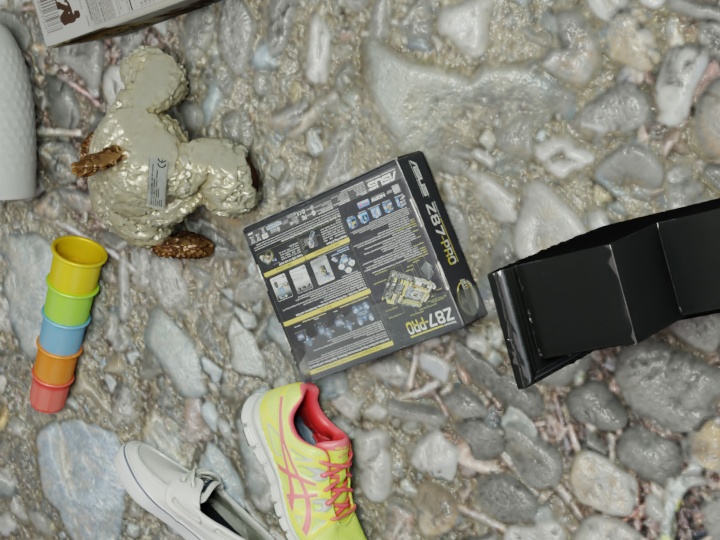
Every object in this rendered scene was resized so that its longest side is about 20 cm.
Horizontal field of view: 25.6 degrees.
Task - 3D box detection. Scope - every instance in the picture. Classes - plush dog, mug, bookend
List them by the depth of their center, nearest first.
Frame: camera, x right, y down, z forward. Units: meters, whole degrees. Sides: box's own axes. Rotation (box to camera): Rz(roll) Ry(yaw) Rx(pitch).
[{"bbox_3d":[0.235,0.007,1.193,0.199,0.198,0.093,-14,93,36],"label":"bookend"},{"bbox_3d":[-0.211,-0.087,1.527,0.200,0.160,0.172,51,151,14],"label":"plush dog"},{"bbox_3d":[-0.432,-0.164,1.622,0.198,0.148,0.177,1,96,-2],"label":"mug"}]

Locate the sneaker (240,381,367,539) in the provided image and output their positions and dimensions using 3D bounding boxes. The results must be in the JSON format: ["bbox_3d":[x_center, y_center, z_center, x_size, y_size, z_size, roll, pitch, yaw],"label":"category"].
[{"bbox_3d":[-0.039,0.196,1.515,0.090,0.078,0.201,-32,84,34],"label":"sneaker"}]

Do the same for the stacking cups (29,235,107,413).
[{"bbox_3d":[-0.320,0.062,1.681,0.060,0.060,0.201,32,119,23],"label":"stacking cups"}]

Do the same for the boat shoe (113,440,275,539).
[{"bbox_3d":[-0.165,0.235,1.625,0.200,0.074,0.066,39,118,8],"label":"boat shoe"}]

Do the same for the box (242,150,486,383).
[{"bbox_3d":[0.000,0.000,1.449,0.199,0.049,0.162,-23,88,37],"label":"box"}]

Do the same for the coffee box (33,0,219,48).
[{"bbox_3d":[-0.196,-0.273,1.467,0.199,0.113,0.080,-12,97,36],"label":"coffee box"}]
